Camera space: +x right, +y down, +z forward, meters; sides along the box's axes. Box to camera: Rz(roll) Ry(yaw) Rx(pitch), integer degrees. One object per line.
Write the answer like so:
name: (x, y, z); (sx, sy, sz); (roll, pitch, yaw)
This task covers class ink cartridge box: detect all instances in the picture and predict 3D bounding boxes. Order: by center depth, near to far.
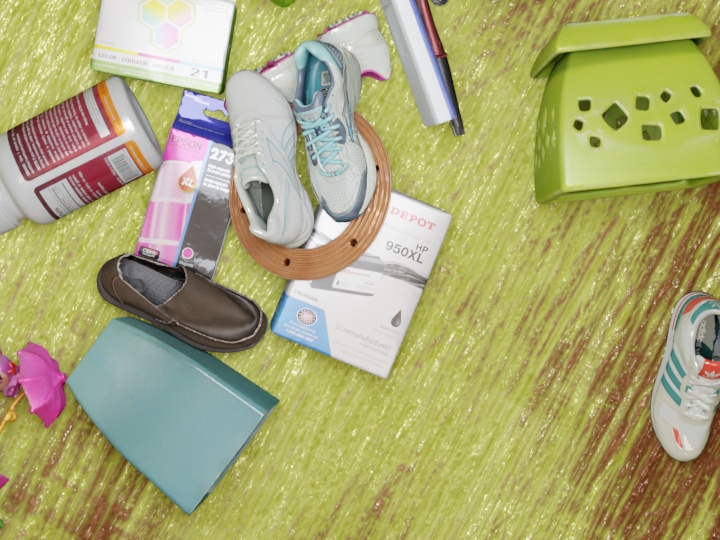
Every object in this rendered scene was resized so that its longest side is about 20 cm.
ink cartridge box: (-0.209, -0.307, 1.618); (0.147, 0.076, 0.201); (10, 96, -4)
ink cartridge box: (0.000, 0.000, 1.652); (0.144, 0.084, 0.201); (22, 93, -5)
ink cartridge box: (-0.184, -0.097, 1.659); (0.094, 0.037, 0.201); (16, 92, -5)

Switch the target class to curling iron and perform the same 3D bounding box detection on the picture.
curling iron: (0.095, -0.253, 1.665); (0.049, 0.026, 0.201); (-10, 96, 0)

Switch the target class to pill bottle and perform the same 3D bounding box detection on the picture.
pill bottle: (-0.328, -0.122, 1.607); (0.199, 0.113, 0.113); (-26, 96, 1)

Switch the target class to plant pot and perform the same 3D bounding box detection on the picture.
plant pot: (0.290, -0.176, 1.604); (0.198, 0.200, 0.182); (-7, 88, -2)
plant pot: (-0.216, 0.146, 1.631); (0.200, 0.141, 0.141); (38, 92, 3)

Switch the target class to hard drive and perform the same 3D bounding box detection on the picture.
hard drive: (0.054, -0.258, 1.609); (0.025, 0.132, 0.201); (-20, 96, -2)

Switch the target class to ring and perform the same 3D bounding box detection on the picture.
ring: (-0.055, -0.088, 1.603); (0.199, 0.019, 0.202); (-3, 83, 24)

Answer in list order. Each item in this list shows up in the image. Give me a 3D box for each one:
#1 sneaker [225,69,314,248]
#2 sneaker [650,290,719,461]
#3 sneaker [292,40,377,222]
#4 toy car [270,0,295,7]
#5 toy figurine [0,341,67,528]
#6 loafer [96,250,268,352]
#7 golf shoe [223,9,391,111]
sneaker: (-0.105, -0.123, 1.566); (0.070, 0.080, 0.201); (-20, 82, 23)
sneaker: (0.385, 0.126, 1.681); (0.070, 0.093, 0.201); (9, 94, -4)
sneaker: (-0.040, -0.149, 1.547); (0.077, 0.086, 0.201); (-15, 77, 23)
toy car: (-0.072, -0.411, 1.527); (0.164, 0.200, 0.158); (-42, 63, -16)
toy figurine: (-0.419, 0.156, 1.639); (0.200, 0.150, 0.184); (35, 78, 18)
loafer: (-0.197, 0.035, 1.630); (0.199, 0.071, 0.073); (18, 68, -10)
golf shoe: (-0.056, -0.212, 1.638); (0.199, 0.075, 0.092); (-29, 99, 0)
